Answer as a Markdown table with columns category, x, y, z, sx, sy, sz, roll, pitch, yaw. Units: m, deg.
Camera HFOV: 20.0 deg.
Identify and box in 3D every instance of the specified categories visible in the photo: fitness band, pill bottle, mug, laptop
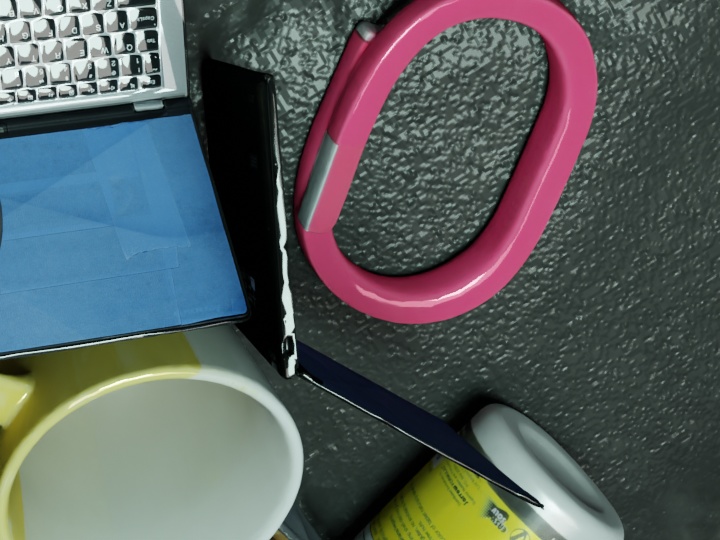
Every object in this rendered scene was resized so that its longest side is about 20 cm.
| category | x | y | z | sx | sy | sz | roll | pitch | yaw |
| --- | --- | --- | --- | --- | --- | --- | --- | --- | --- |
| fitness band | 0.044 | -0.062 | 1.072 | 0.143 | 0.037 | 0.201 | 10 | 117 | -29 |
| pill bottle | 0.047 | 0.183 | 1.173 | 0.200 | 0.113 | 0.112 | -47 | 125 | 11 |
| mug | -0.125 | 0.046 | 0.990 | 0.148 | 0.154 | 0.187 | -25 | 133 | -1 |
| laptop | 0.000 | 0.000 | 0.955 | 0.115 | 0.187 | 0.202 | -6 | 99 | -12 |
| laptop | -0.156 | -0.078 | 0.905 | 0.186 | 0.116 | 0.202 | -8 | 112 | -17 |

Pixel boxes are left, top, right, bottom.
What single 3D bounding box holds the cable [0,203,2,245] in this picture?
| category | x | y | z | sx | sy | sz | roll | pitch | yaw |
| --- | --- | --- | --- | --- | --- | --- | --- | --- | --- |
| cable | -0.225 | -0.029 | 0.817 | 0.162 | 0.051 | 0.202 | -11 | 94 | -41 |

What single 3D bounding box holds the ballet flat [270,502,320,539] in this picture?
| category | x | y | z | sx | sy | sz | roll | pitch | yaw |
| --- | --- | --- | --- | --- | --- | --- | --- | --- | --- |
| ballet flat | -0.030 | 0.187 | 1.095 | 0.073 | 0.200 | 0.073 | -36 | 168 | -9 |
